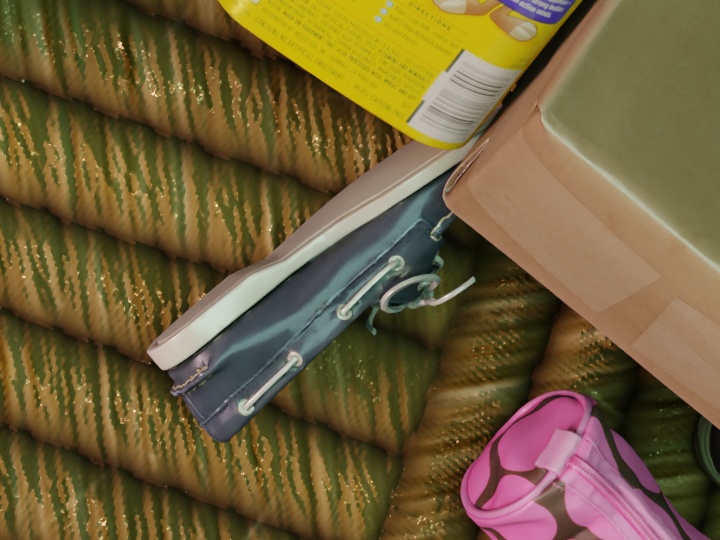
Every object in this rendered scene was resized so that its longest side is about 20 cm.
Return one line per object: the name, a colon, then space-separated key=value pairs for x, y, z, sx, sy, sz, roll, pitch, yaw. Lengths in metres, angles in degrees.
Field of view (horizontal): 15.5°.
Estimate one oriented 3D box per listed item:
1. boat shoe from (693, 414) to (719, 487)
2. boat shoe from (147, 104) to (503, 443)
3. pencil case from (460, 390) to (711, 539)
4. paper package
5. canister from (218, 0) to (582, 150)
boat shoe: x=0.240 y=0.029 z=1.236 sx=0.201 sy=0.066 sz=0.072 roll=-46 pitch=99 yaw=-6
boat shoe: x=0.000 y=0.000 z=1.181 sx=0.200 sy=0.075 sz=0.062 roll=-37 pitch=99 yaw=-11
pencil case: x=0.137 y=0.146 z=1.208 sx=0.091 sy=0.094 sz=0.200 roll=-45 pitch=99 yaw=-6
paper package: x=0.170 y=-0.048 z=1.147 sx=0.200 sy=0.103 sz=0.191 roll=38 pitch=61 yaw=-5
canister: x=0.044 y=-0.164 z=1.104 sx=0.148 sy=0.087 sz=0.200 roll=33 pitch=121 yaw=-10
